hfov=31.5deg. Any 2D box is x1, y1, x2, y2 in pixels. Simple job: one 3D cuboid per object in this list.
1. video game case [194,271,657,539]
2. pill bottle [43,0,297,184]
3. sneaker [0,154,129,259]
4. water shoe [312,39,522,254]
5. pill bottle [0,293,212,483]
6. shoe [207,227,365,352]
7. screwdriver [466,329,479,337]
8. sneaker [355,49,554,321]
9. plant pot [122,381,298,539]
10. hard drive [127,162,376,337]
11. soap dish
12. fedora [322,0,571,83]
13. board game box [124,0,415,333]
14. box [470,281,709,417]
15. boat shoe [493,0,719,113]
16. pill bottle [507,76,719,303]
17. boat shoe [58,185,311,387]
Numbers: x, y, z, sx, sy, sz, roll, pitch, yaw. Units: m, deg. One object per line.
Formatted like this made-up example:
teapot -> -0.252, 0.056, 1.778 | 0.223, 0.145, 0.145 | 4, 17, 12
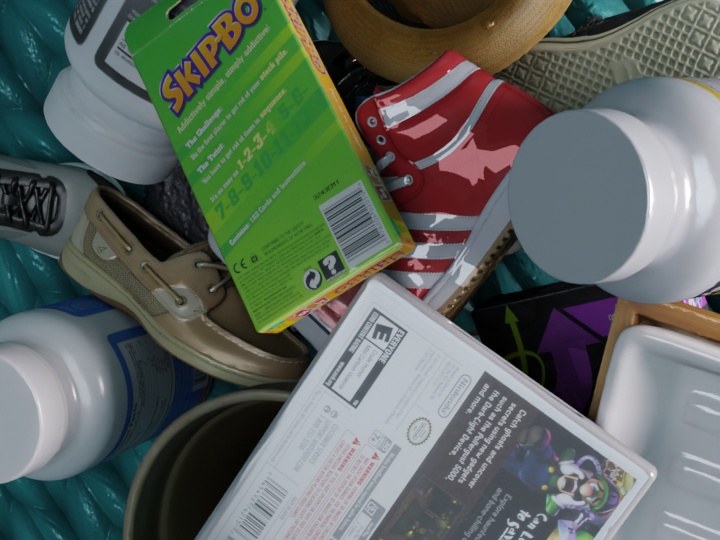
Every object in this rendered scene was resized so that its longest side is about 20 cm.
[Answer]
video game case -> 0.026, 0.133, 0.686 | 0.182, 0.023, 0.200 | 36, 100, 12
pill bottle -> -0.113, -0.159, 0.793 | 0.116, 0.116, 0.200 | 43, 118, 11
sneaker -> -0.258, -0.051, 0.927 | 0.200, 0.079, 0.074 | 14, 100, 17
water shoe -> 0.042, -0.097, 0.791 | 0.200, 0.071, 0.079 | 41, 140, 17
pill bottle -> -0.189, 0.075, 0.849 | 0.112, 0.200, 0.112 | 3, 97, 21
shoe -> 0.000, 0.000, 0.792 | 0.200, 0.071, 0.091 | 39, 118, 12
screwdriver -> 0.106, 0.035, 0.834 | 0.200, 0.029, 0.028 | -12, 93, 31
sneaker -> 0.024, -0.029, 0.724 | 0.112, 0.071, 0.200 | 40, 108, 9
plant pot -> -0.022, 0.158, 0.809 | 0.200, 0.174, 0.200 | 2, 97, 19
hard drive -> -0.055, -0.039, 0.872 | 0.200, 0.038, 0.140 | 23, 104, 18
soap dish -> 0.197, 0.119, 0.688 | 0.157, 0.081, 0.200 | 19, 114, 23
fedora -> 0.067, -0.196, 0.768 | 0.201, 0.082, 0.201 | -6, 81, 38
board game box -> -0.055, -0.075, 0.700 | 0.096, 0.030, 0.200 | -32, 76, 19
box -> 0.163, 0.099, 0.777 | 0.143, 0.036, 0.200 | -16, 99, 39
boat shoe -> 0.148, -0.118, 0.773 | 0.200, 0.062, 0.075 | -17, 95, 37
pill bottle -> 0.169, -0.042, 0.652 | 0.112, 0.200, 0.112 | 8, 101, 45
boat shoe -> -0.112, 0.012, 0.842 | 0.200, 0.071, 0.065 | 30, 108, 16
